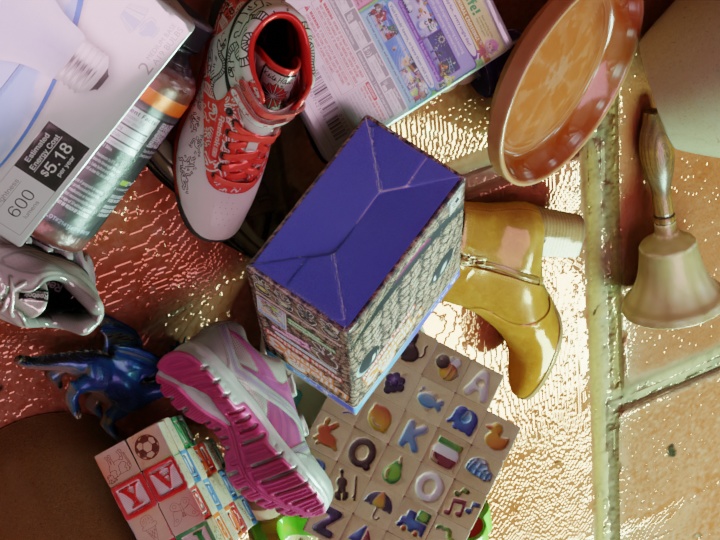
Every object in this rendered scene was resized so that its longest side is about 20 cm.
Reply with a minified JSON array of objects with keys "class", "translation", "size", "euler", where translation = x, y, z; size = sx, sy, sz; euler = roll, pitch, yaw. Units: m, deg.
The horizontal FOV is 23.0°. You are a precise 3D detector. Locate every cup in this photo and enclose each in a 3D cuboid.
[{"class":"cup","translation":[0.328,-0.177,1.552],"size":[0.143,0.201,0.201],"euler":[-19,133,16]}]

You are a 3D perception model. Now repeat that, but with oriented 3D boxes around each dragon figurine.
[{"class":"dragon figurine","translation":[-0.204,0.076,1.467],"size":[0.099,0.059,0.200],"euler":[-47,136,2]}]

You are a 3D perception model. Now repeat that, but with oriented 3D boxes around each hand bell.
[{"class":"hand bell","translation":[0.287,-0.057,1.669],"size":[0.104,0.104,0.201],"euler":[-20,117,-18]}]

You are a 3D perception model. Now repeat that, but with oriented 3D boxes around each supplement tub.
[{"class":"supplement tub","translation":[-0.195,-0.120,1.315],"size":[0.107,0.107,0.200],"euler":[30,101,-40]}]

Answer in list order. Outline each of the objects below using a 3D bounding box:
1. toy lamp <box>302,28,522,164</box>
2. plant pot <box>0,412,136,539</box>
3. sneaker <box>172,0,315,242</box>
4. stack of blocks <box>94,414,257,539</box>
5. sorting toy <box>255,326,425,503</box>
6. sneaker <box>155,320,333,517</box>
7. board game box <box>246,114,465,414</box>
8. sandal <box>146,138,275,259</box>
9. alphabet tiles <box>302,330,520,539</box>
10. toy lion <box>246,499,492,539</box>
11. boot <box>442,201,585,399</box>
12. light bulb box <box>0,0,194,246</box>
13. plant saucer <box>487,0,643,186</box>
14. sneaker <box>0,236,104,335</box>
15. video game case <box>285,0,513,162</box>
[{"class":"toy lamp","translation":[0.050,-0.149,1.475],"size":[0.199,0.058,0.058],"euler":[-24,129,-12]},{"class":"plant pot","translation":[-0.238,0.250,1.470],"size":[0.185,0.200,0.187],"euler":[-14,125,-21]},{"class":"sneaker","translation":[-0.087,-0.109,1.316],"size":[0.067,0.108,0.203],"euler":[6,103,-25]},{"class":"stack of blocks","translation":[-0.151,0.185,1.485],"size":[0.058,0.116,0.200],"euler":[-28,176,3]},{"class":"sorting toy","translation":[-0.015,0.090,1.571],"size":[0.199,0.107,0.181],"euler":[-10,112,-12]},{"class":"sneaker","translation":[-0.080,0.120,1.479],"size":[0.200,0.081,0.088],"euler":[56,44,-22]},{"class":"board game box","translation":[0.000,0.000,1.429],"size":[0.160,0.097,0.200],"euler":[-53,165,-16]},{"class":"sandal","translation":[-0.104,-0.058,1.432],"size":[0.057,0.080,0.201],"euler":[-52,132,-9]},{"class":"alphabet tiles","translation":[0.038,0.158,1.537],"size":[0.166,0.006,0.201],"euler":[27,86,-4]},{"class":"toy lion","translation":[0.011,0.234,1.611],"size":[0.199,0.192,0.069],"euler":[-23,129,-15]},{"class":"boot","translation":[0.118,0.027,1.630],"size":[0.143,0.071,0.202],"euler":[2,116,-25]},{"class":"light bulb box","translation":[-0.255,-0.161,1.163],"size":[0.200,0.125,0.199],"euler":[34,99,-34]},{"class":"plant saucer","translation":[0.171,-0.167,1.508],"size":[0.200,0.032,0.201],"euler":[-40,150,-29]},{"class":"sneaker","translation":[-0.283,0.001,1.359],"size":[0.199,0.081,0.075],"euler":[15,113,-35]},{"class":"video game case","translation":[0.004,-0.215,1.392],"size":[0.182,0.022,0.201],"euler":[-33,114,-8]}]
